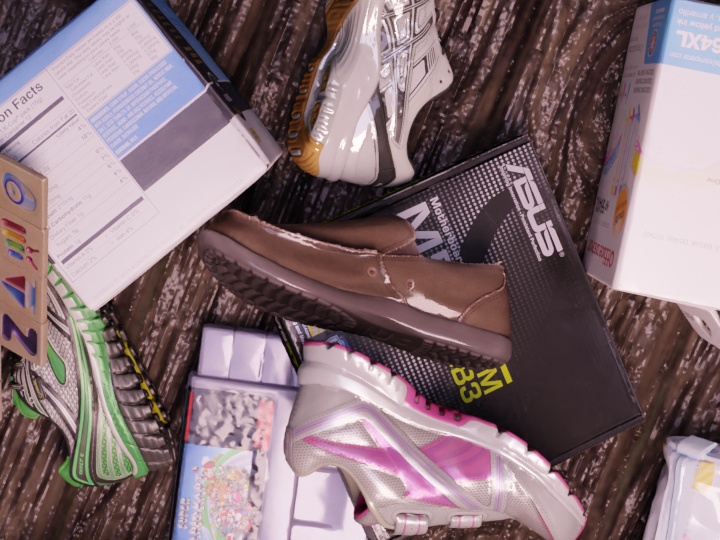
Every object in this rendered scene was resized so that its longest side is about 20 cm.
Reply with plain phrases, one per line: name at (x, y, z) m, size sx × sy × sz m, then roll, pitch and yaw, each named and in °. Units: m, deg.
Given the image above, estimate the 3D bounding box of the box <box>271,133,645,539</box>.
box at (0.055, 0.043, 1.166) m, size 0.192 × 0.048 × 0.201 m, roll -23°, pitch 95°, yaw -10°

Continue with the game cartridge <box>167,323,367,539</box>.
game cartridge at (-0.055, 0.140, 1.197) m, size 0.129 × 0.038 × 0.201 m, roll 7°, pitch 95°, yaw -6°

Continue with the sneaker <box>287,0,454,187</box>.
sneaker at (0.023, -0.149, 1.162) m, size 0.087 × 0.076 × 0.201 m, roll 17°, pitch 96°, yaw -21°

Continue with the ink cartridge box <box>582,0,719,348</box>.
ink cartridge box at (0.217, -0.054, 1.138) m, size 0.125 × 0.129 × 0.201 m, roll 12°, pitch 94°, yaw -2°

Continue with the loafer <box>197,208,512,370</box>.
loafer at (0.000, 0.000, 1.102) m, size 0.199 × 0.073 × 0.071 m, roll 19°, pitch 74°, yaw -16°

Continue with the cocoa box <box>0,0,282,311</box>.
cocoa box at (-0.137, -0.076, 1.090) m, size 0.133 × 0.200 × 0.131 m, roll -39°, pitch 95°, yaw 3°

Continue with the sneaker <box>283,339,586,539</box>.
sneaker at (0.038, 0.120, 1.104) m, size 0.199 × 0.081 × 0.089 m, roll 28°, pitch 85°, yaw -4°

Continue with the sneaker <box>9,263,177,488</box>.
sneaker at (-0.191, 0.046, 1.161) m, size 0.085 × 0.078 × 0.201 m, roll -24°, pitch 96°, yaw 1°

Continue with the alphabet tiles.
alphabet tiles at (-0.243, -0.006, 1.053) m, size 0.167 × 0.008 × 0.201 m, roll 27°, pitch 133°, yaw 20°

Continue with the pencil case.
pencil case at (0.208, 0.206, 1.184) m, size 0.090 × 0.083 × 0.201 m, roll 14°, pitch 94°, yaw -25°
